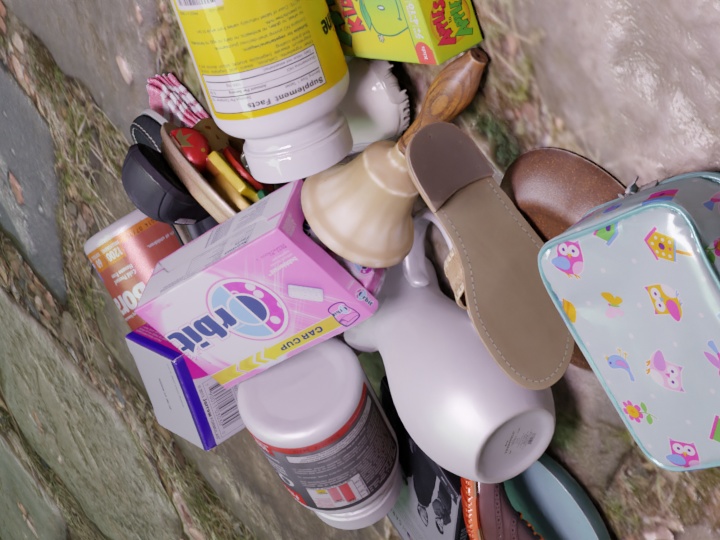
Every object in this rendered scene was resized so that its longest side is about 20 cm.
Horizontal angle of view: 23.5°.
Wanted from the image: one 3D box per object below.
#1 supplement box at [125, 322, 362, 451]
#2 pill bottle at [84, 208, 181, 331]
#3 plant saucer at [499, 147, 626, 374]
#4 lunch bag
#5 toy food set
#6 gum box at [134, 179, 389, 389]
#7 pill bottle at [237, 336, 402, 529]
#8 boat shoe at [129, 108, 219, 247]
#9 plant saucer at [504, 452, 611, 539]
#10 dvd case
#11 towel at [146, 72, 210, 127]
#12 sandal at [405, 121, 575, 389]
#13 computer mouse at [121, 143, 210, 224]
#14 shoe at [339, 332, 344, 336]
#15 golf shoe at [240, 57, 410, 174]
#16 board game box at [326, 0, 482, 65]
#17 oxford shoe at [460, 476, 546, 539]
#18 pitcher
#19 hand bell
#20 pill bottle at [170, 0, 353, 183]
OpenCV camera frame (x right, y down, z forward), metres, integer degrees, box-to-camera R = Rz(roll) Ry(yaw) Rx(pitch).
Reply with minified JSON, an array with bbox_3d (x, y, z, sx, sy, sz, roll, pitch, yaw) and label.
[{"bbox_3d":[-0.104,0.067,1.634,0.103,0.200,0.101,19,133,53],"label":"supplement box"},{"bbox_3d":[-0.201,0.030,1.857,0.200,0.112,0.112,59,153,-2],"label":"pill bottle"},{"bbox_3d":[0.162,0.005,1.302,0.200,0.037,0.201,39,147,32],"label":"plant saucer"},{"bbox_3d":[0.217,0.034,1.168,0.160,0.077,0.200,-21,100,53],"label":"lunch bag"},{"bbox_3d":[-0.101,-0.067,1.563,0.198,0.049,0.200,47,-173,13],"label":"toy food set"},{"bbox_3d":[-0.080,0.012,1.462,0.200,0.066,0.113,-28,120,39],"label":"gum box"},{"bbox_3d":[-0.030,0.152,1.581,0.116,0.116,0.200,38,164,35],"label":"pill bottle"},{"bbox_3d":[-0.177,-0.069,1.702,0.200,0.060,0.076,53,160,15],"label":"boat shoe"},{"bbox_3d":[0.161,0.226,1.544,0.200,0.027,0.200,40,148,31],"label":"plant saucer"},{"bbox_3d":[0.059,0.212,1.670,0.150,0.025,0.200,56,158,33],"label":"dvd case"},{"bbox_3d":[-0.155,-0.090,1.745,0.200,0.030,0.146,49,153,17],"label":"towel"},{"bbox_3d":[0.096,-0.011,1.301,0.212,0.077,0.070,63,173,3],"label":"sandal"},{"bbox_3d":[-0.152,-0.049,1.554,0.140,0.046,0.200,47,-173,4],"label":"computer mouse"},{"bbox_3d":[0.000,0.000,1.530,0.053,0.070,0.200,46,151,29],"label":"shoe"},{"bbox_3d":[-0.031,-0.117,1.435,0.078,0.097,0.200,60,152,0],"label":"golf shoe"},{"bbox_3d":[0.001,-0.218,1.325,0.200,0.048,0.102,15,131,54],"label":"board game box"},{"bbox_3d":[0.130,0.233,1.520,0.071,0.072,0.201,-91,-10,-79],"label":"oxford shoe"},{"bbox_3d":[0.079,0.061,1.430,0.200,0.121,0.172,51,139,39],"label":"pitcher"},{"bbox_3d":[0.043,-0.102,1.346,0.104,0.104,0.200,51,134,14],"label":"hand bell"},{"bbox_3d":[-0.074,-0.174,1.321,0.112,0.112,0.200,17,132,53],"label":"pill bottle"}]
